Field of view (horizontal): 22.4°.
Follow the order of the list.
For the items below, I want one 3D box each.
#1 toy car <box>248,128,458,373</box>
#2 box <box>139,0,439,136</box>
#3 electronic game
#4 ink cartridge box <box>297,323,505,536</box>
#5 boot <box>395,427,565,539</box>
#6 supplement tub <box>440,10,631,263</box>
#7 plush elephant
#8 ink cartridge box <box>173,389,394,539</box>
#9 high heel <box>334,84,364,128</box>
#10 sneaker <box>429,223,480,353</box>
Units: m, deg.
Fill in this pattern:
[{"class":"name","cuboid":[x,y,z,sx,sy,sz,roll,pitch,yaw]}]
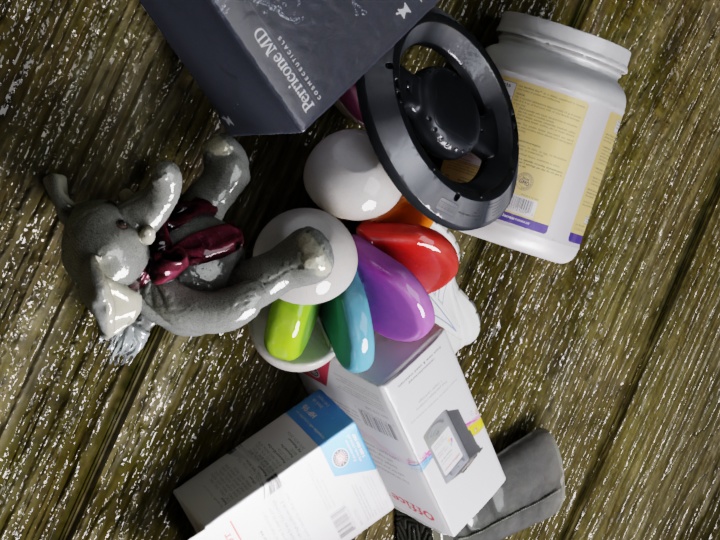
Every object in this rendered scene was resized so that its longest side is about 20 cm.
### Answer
[{"class":"toy car","cuboid":[0.000,0.000,1.492,0.200,0.149,0.175,-59,170,-31]},{"class":"box","cuboid":[-0.060,-0.238,1.374,0.200,0.117,0.197,-46,115,-22]},{"class":"electronic game","cuboid":[0.066,-0.130,1.502,0.200,0.042,0.201,25,55,-42]},{"class":"ink cartridge box","cuboid":[0.030,0.121,1.615,0.086,0.147,0.200,-43,132,-22]},{"class":"boot","cuboid":[0.123,0.269,1.832,0.200,0.072,0.183,-22,122,-46]},{"class":"supplement tub","cuboid":[0.156,-0.120,1.647,0.145,0.145,0.201,15,95,-46]},{"class":"plush elephant","cuboid":[-0.154,-0.022,1.353,0.200,0.165,0.155,-40,147,8]},{"class":"ink cartridge box","cuboid":[-0.082,0.211,1.579,0.200,0.068,0.116,-34,127,-14]},{"class":"high heel","cuboid":[-0.001,-0.174,1.523,0.199,0.067,0.096,14,106,-43]},{"class":"sneaker","cuboid":[0.049,0.019,1.640,0.087,0.074,0.200,-51,133,-29]}]
